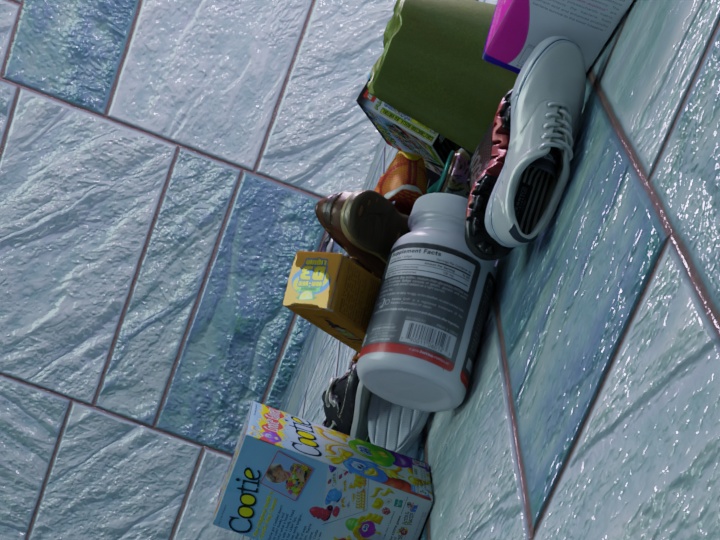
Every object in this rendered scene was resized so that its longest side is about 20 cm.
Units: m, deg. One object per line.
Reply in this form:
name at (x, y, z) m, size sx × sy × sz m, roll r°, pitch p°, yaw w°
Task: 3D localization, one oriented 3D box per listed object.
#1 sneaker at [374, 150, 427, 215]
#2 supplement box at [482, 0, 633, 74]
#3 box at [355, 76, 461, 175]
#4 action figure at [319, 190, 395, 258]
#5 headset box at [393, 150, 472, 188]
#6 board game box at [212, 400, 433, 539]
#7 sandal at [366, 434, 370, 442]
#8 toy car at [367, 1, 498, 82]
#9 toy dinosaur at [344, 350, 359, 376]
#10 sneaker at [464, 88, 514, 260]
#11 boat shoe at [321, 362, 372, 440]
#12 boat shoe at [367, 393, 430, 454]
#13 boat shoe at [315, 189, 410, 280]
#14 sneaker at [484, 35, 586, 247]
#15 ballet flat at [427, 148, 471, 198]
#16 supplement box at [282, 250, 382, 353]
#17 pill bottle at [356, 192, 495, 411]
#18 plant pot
sneaker at (0.041, -0.076, 1.834) m, size 0.200 × 0.072 × 0.078 m, roll 128°, pitch 153°, yaw -58°
supplement box at (0.200, -0.276, 1.425) m, size 0.200 × 0.100 × 0.104 m, roll 120°, pitch 169°, yaw -59°
box at (0.067, -0.166, 1.824) m, size 0.035 × 0.109 × 0.200 m, roll -58°, pitch -16°, yaw -2°
action figure at (0.000, 0.000, 1.718) m, size 0.201 × 0.117 × 0.103 m, roll 104°, pitch 178°, yaw -57°
headset box at (0.080, -0.082, 2.010) m, size 0.200 × 0.092 × 0.176 m, roll 147°, pitch 142°, yaw -80°
board game box at (-0.037, 0.226, 1.536) m, size 0.103 × 0.198 × 0.106 m, roll -92°, pitch 23°, yaw -75°
sandal at (0.032, 0.189, 1.803) m, size 0.076 × 0.042 × 0.202 m, roll -85°, pitch 15°, yaw -69°
toy car at (0.120, -0.226, 1.813) m, size 0.185 × 0.175 × 0.201 m, roll -53°, pitch 26°, yaw 31°
toy dinosaur at (0.049, 0.083, 1.832) m, size 0.198 × 0.102 × 0.137 m, roll -17°, pitch 48°, yaw 35°
sneaker at (0.142, -0.083, 1.503) m, size 0.098 × 0.070 × 0.202 m, roll 118°, pitch 172°, yaw -57°
boat shoe at (-0.016, 0.153, 1.740) m, size 0.200 × 0.060 × 0.075 m, roll 92°, pitch -158°, yaw -68°
boat shoe at (0.065, 0.115, 1.695) m, size 0.062 × 0.071 × 0.202 m, roll 39°, pitch -114°, yaw -59°
boat shoe at (0.024, -0.030, 1.622) m, size 0.200 × 0.067 × 0.073 m, roll 39°, pitch -113°, yaw -47°
sneaker at (0.173, -0.117, 1.391) m, size 0.071 × 0.072 × 0.203 m, roll -164°, pitch 88°, yaw -69°
ballet flat at (0.114, -0.088, 1.800) m, size 0.200 × 0.070 × 0.070 m, roll 123°, pitch 172°, yaw -70°
supplement box at (0.002, 0.044, 1.596) m, size 0.200 × 0.066 × 0.070 m, roll 32°, pitch -113°, yaw -53°
pill bottle at (0.074, 0.031, 1.543) m, size 0.116 × 0.115 × 0.202 m, roll 121°, pitch 168°, yaw -65°
plant pot at (0.113, -0.218, 1.640) m, size 0.200 × 0.188 × 0.202 m, roll -160°, pitch 90°, yaw -84°
